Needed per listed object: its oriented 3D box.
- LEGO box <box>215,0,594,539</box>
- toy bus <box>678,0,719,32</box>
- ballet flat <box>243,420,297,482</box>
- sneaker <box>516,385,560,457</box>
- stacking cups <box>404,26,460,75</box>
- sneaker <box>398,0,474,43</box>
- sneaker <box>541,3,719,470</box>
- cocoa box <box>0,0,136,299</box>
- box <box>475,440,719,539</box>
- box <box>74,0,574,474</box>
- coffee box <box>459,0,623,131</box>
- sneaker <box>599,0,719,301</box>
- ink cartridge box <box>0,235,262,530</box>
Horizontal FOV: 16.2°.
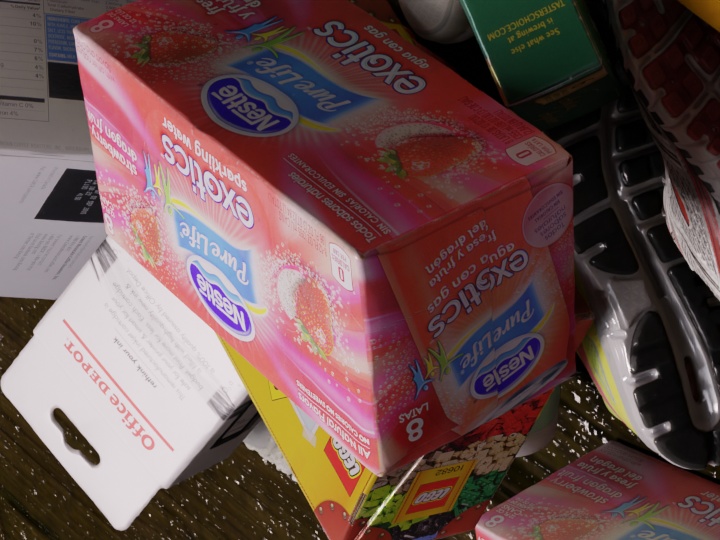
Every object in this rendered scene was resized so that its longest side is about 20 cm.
[{"bbox_3d":[0.000,0.000,1.119,0.201,0.077,0.149,59,142,31],"label":"LEGO box"},{"bbox_3d":[0.156,-0.171,0.890,0.065,0.078,0.201,42,143,33],"label":"toy bus"},{"bbox_3d":[-0.078,0.040,1.420,0.072,0.071,0.201,-17,99,59],"label":"ballet flat"},{"bbox_3d":[0.034,-0.017,1.199,0.200,0.073,0.119,44,140,36],"label":"sneaker"},{"bbox_3d":[-0.030,-0.127,1.230,0.200,0.060,0.061,34,139,37],"label":"stacking cups"},{"bbox_3d":[0.007,-0.190,1.105,0.075,0.081,0.201,14,125,50],"label":"sneaker"},{"bbox_3d":[0.108,-0.014,1.089,0.090,0.078,0.202,-168,65,-73],"label":"sneaker"},{"bbox_3d":[-0.203,-0.083,1.416,0.200,0.132,0.132,135,134,-58],"label":"cocoa box"},{"bbox_3d":[0.152,0.163,1.130,0.199,0.094,0.103,22,129,49],"label":"box"},{"bbox_3d":[-0.015,-0.027,0.955,0.200,0.094,0.103,39,145,43],"label":"box"},{"bbox_3d":[0.041,-0.155,0.983,0.123,0.044,0.201,2,-116,-82],"label":"coffee box"},{"bbox_3d":[0.141,-0.048,1.008,0.201,0.077,0.082,66,155,0],"label":"sneaker"},{"bbox_3d":[-0.092,0.030,1.344,0.116,0.068,0.200,49,120,12],"label":"ink cartridge box"}]
